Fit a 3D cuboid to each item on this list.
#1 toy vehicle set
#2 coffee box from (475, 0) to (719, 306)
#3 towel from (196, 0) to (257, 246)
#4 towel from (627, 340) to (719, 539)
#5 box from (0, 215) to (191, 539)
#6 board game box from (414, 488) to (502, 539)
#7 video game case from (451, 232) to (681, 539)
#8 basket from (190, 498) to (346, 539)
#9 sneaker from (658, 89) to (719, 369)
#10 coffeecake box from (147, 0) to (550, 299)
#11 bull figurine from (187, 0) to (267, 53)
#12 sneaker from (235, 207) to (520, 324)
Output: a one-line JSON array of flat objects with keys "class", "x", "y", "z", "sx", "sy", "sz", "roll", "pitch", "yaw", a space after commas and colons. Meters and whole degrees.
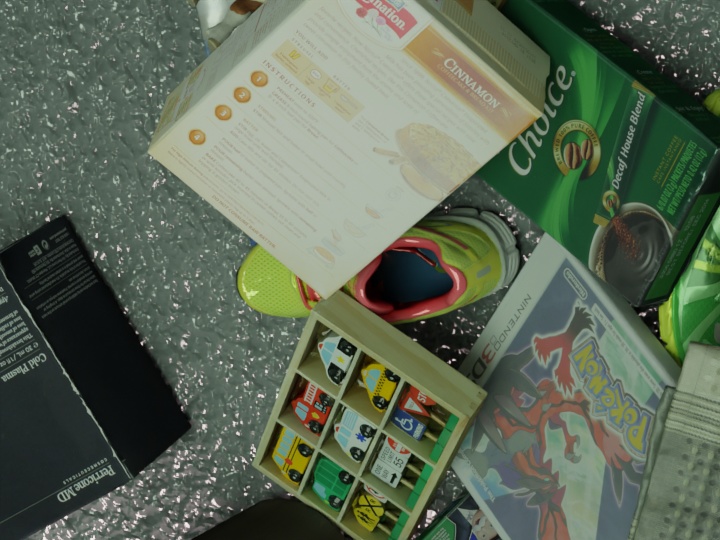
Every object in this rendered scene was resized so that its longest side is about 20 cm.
[{"class": "toy vehicle set", "x": 0.003, "y": 0.108, "z": 1.639, "sx": 0.124, "sy": 0.027, "sz": 0.201, "roll": 34, "pitch": 143, "yaw": 9}, {"class": "coffee box", "x": 0.137, "y": -0.083, "z": 1.522, "sx": 0.200, "sy": 0.044, "sz": 0.124, "roll": 43, "pitch": 122, "yaw": 29}, {"class": "towel", "x": -0.034, "y": -0.128, "z": 1.604, "sx": 0.146, "sy": 0.024, "sz": 0.202, "roll": -12, "pitch": 91, "yaw": 26}, {"class": "towel", "x": 0.262, "y": 0.147, "z": 1.460, "sx": 0.198, "sy": 0.035, "sz": 0.194, "roll": 16, "pitch": 107, "yaw": 4}, {"class": "box", "x": -0.258, "y": 0.093, "z": 1.744, "sx": 0.199, "sy": 0.104, "sz": 0.183, "roll": -28, "pitch": 95, "yaw": 27}, {"class": "board game box", "x": 0.062, "y": 0.251, "z": 1.629, "sx": 0.135, "sy": 0.200, "sz": 0.029, "roll": 48, "pitch": 157, "yaw": -2}, {"class": "video game case", "x": 0.135, "y": 0.104, "z": 1.575, "sx": 0.200, "sy": 0.023, "sz": 0.183, "roll": 54, "pitch": 127, "yaw": 34}, {"class": "basket", "x": -0.096, "y": 0.251, "z": 1.667, "sx": 0.180, "sy": 0.200, "sz": 0.137, "roll": 35, "pitch": 130, "yaw": 15}, {"class": "sneaker", "x": 0.235, "y": -0.010, "z": 1.528, "sx": 0.083, "sy": 0.074, "sz": 0.202, "roll": 12, "pitch": 111, "yaw": 22}, {"class": "coffeecake box", "x": -0.007, "y": -0.102, "z": 1.501, "sx": 0.153, "sy": 0.073, "sz": 0.200, "roll": 40, "pitch": 121, "yaw": -18}, {"class": "bull figurine", "x": -0.074, "y": -0.212, "z": 1.554, "sx": 0.200, "sy": 0.121, "sz": 0.065, "roll": 46, "pitch": 163, "yaw": 29}, {"class": "sneaker", "x": 0.000, "y": 0.000, "z": 1.617, "sx": 0.198, "sy": 0.090, "sz": 0.079, "roll": -8, "pitch": 105, "yaw": 25}]
